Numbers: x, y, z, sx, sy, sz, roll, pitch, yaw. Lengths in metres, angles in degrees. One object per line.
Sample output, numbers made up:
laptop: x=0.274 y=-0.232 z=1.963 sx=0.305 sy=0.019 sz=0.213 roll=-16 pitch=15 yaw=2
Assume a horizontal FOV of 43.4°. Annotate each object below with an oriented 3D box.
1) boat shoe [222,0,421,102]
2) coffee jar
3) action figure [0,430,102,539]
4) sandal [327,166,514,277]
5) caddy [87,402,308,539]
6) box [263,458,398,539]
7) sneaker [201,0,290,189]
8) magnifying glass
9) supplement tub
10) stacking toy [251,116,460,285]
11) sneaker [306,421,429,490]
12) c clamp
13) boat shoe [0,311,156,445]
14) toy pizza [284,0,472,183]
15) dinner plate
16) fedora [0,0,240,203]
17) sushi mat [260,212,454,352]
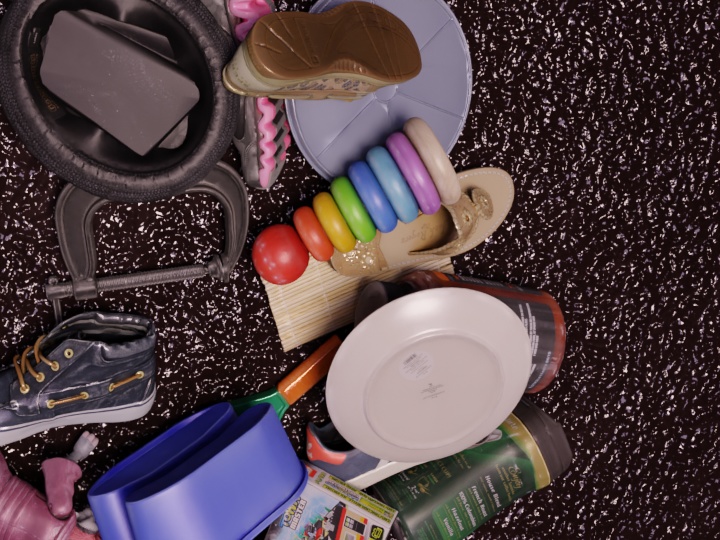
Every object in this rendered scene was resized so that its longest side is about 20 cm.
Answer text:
boat shoe: x=-0.028 y=-0.182 z=0.768 sx=0.197 sy=0.062 sz=0.075 roll=-10 pitch=81 yaw=-43
coffee jar: x=0.114 y=0.207 z=0.927 sx=0.197 sy=0.104 sz=0.087 roll=-30 pitch=111 yaw=-10
action figure: x=-0.301 y=0.197 z=0.770 sx=0.197 sy=0.149 sz=0.136 roll=25 pitch=87 yaw=-7
sandal: x=0.072 y=-0.038 z=0.867 sx=0.208 sy=0.070 sz=0.079 roll=-20 pitch=107 yaw=-14
caddy: x=-0.136 y=0.200 z=0.787 sx=0.199 sy=0.140 sz=0.107 roll=-32 pitch=107 yaw=-41
box: x=-0.050 y=0.299 z=0.880 sx=0.108 sy=0.035 sz=0.204 roll=25 pitch=106 yaw=10
sneaker: x=-0.116 y=-0.171 z=0.802 sx=0.093 sy=0.079 sz=0.205 roll=-4 pitch=108 yaw=11
magnifying glass: x=-0.093 y=0.136 z=0.889 sx=0.199 sy=0.022 sz=0.080 roll=-39 pitch=110 yaw=-6
supplement tub: x=0.095 y=0.058 z=0.883 sx=0.196 sy=0.107 sz=0.109 roll=10 pitch=98 yaw=-25
stacking toy: x=-0.011 y=-0.053 z=0.816 sx=0.197 sy=0.086 sz=0.086 roll=-31 pitch=109 yaw=1
sneaker: x=0.036 y=0.146 z=0.900 sx=0.197 sy=0.075 sz=0.086 roll=-26 pitch=118 yaw=-12
c clamp: x=-0.192 y=-0.017 z=0.818 sx=0.196 sy=0.027 sz=0.175 roll=-13 pitch=114 yaw=-13
boat shoe: x=-0.272 y=0.086 z=0.777 sx=0.196 sy=0.071 sz=0.092 roll=-6 pitch=127 yaw=-27
toy pizza: x=0.017 y=-0.173 z=0.852 sx=0.196 sy=0.032 sz=0.205 roll=-8 pitch=107 yaw=-25
dinner plate: x=0.066 y=0.105 z=0.824 sx=0.195 sy=0.024 sz=0.204 roll=-6 pitch=122 yaw=-10
fedora: x=-0.199 y=-0.157 z=0.754 sx=0.196 sy=0.092 sz=0.206 roll=-2 pitch=99 yaw=-15
sushi mat: x=0.000 y=0.000 z=0.896 sx=0.196 sy=0.012 sz=0.098 roll=-22 pitch=106 yaw=-13
